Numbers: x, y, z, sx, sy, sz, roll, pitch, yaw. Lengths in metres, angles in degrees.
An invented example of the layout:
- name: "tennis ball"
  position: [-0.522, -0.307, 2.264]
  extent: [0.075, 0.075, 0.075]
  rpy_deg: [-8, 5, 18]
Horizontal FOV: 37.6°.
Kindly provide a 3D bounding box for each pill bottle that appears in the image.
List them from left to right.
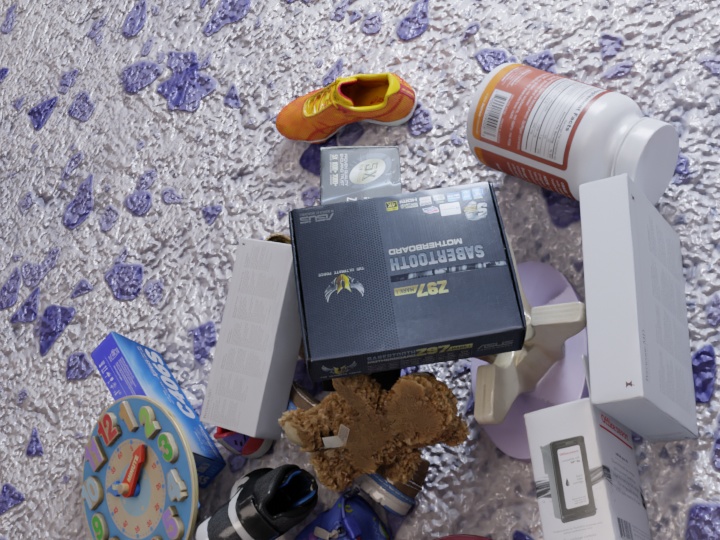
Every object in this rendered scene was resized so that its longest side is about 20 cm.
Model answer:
- name: "pill bottle"
  position: [0.213, -0.133, 1.068]
  extent: [0.199, 0.112, 0.113]
  rpy_deg: [27, 86, 38]

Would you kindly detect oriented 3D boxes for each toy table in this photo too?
- name: "toy table"
  position: [0.148, 0.071, 1.022]
  extent: [0.182, 0.117, 0.203]
  rpy_deg: [-20, 59, 25]

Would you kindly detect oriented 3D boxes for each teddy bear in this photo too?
- name: "teddy bear"
  position: [0.011, 0.145, 1.011]
  extent: [0.145, 0.067, 0.200]
  rpy_deg: [44, 126, 2]

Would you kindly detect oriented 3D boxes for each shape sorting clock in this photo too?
- name: "shape sorting clock"
  position: [-0.246, 0.238, 1.153]
  extent: [0.198, 0.039, 0.204]
  rpy_deg: [-7, 79, 43]

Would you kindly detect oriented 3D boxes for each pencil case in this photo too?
- name: "pencil case"
  position: [-0.060, 0.307, 1.081]
  extent: [0.199, 0.087, 0.079]
  rpy_deg: [-38, 58, 16]

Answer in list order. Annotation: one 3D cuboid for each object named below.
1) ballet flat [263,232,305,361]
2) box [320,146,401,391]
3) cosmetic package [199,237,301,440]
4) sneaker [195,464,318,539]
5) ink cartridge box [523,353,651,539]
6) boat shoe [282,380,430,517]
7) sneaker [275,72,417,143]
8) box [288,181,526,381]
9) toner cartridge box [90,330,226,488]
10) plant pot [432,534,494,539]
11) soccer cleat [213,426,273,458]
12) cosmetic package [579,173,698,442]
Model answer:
- name: "ballet flat"
  position: [-0.068, 0.033, 1.208]
  extent: [0.070, 0.066, 0.201]
  rpy_deg: [-26, 53, -15]
- name: "box"
  position: [0.000, 0.000, 1.098]
  extent: [0.085, 0.165, 0.203]
  rpy_deg: [-1, 57, -1]
- name: "cosmetic package"
  position: [-0.107, 0.072, 1.129]
  extent: [0.082, 0.050, 0.203]
  rpy_deg: [9, 84, 34]
- name: "sneaker"
  position: [-0.082, 0.234, 1.075]
  extent: [0.111, 0.200, 0.074]
  rpy_deg: [-35, 90, 15]
- name: "ink cartridge box"
  position: [0.203, 0.190, 0.934]
  extent: [0.067, 0.116, 0.203]
  rpy_deg: [-18, 61, 25]
- name: "boat shoe"
  position: [-0.005, 0.172, 1.118]
  extent: [0.199, 0.072, 0.073]
  rpy_deg: [37, 88, 28]
- name: "sneaker"
  position: [-0.027, -0.207, 1.284]
  extent: [0.198, 0.077, 0.074]
  rpy_deg: [-10, 66, 32]
- name: "box"
  position: [0.039, 0.008, 0.964]
  extent: [0.197, 0.051, 0.160]
  rpy_deg: [-8, 61, -1]
- name: "toner cartridge box"
  position: [-0.243, 0.164, 1.259]
  extent: [0.043, 0.095, 0.200]
  rpy_deg: [-46, 53, 8]
- name: "plant pot"
  position: [0.070, 0.327, 0.926]
  extent: [0.198, 0.179, 0.203]
  rpy_deg: [-13, 64, 28]
- name: "soccer cleat"
  position: [-0.129, 0.111, 1.218]
  extent: [0.067, 0.073, 0.203]
  rpy_deg: [-8, 66, 31]
- name: "cosmetic package"
  position: [0.249, 0.037, 0.946]
  extent: [0.051, 0.150, 0.203]
  rpy_deg: [-11, 64, 29]
